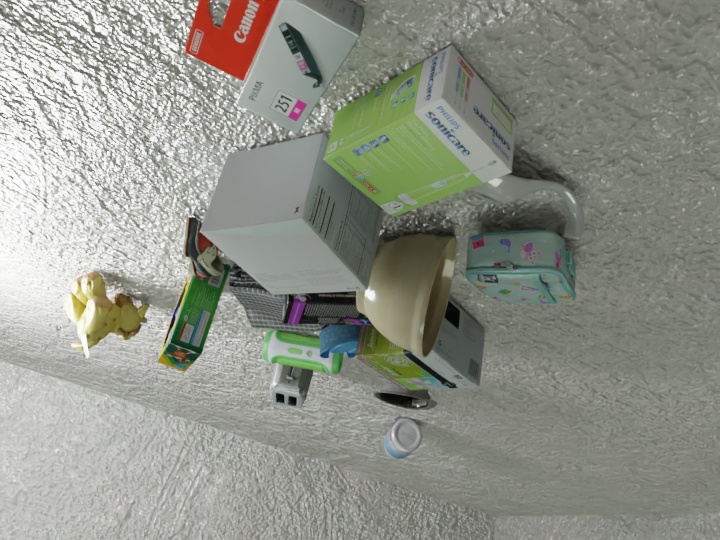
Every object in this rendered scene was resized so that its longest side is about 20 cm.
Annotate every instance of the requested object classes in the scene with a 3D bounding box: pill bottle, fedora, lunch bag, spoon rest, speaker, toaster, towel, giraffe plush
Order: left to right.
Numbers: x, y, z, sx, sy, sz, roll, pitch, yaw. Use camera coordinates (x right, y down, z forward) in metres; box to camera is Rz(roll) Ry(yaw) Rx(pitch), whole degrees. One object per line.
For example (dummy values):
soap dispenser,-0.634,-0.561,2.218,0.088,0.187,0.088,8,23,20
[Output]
giraffe plush,-0.619,0.110,1.533,0.170,0.205,0.160,-18,170,39
towel,-0.169,0.059,1.297,0.195,0.087,0.166,3,150,18
toaster,-0.189,0.294,1.694,0.111,0.132,0.201,14,153,-2
speaker,-0.144,0.206,1.562,0.195,0.090,0.089,9,153,7
pill bottle,0.139,0.584,2.116,0.106,0.111,0.201,14,152,-3
fedora,0.120,0.301,1.618,0.173,0.092,0.200,3,157,21
spoon rest,0.223,-0.108,0.846,0.197,0.062,0.099,23,-178,-13
lunch bag,0.259,0.000,0.971,0.157,0.079,0.199,3,167,29

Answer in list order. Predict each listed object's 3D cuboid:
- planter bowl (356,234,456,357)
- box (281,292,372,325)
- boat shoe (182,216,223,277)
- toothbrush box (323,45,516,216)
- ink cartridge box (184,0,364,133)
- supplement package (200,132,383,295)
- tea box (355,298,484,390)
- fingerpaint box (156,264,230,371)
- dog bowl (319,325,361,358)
planter bowl,0.072,0.029,1.036,0.132,0.203,0.201,14,154,18
box,-0.047,0.069,1.175,0.195,0.037,0.143,3,159,-11
boat shoe,-0.303,-0.041,1.185,0.061,0.073,0.201,7,154,-4
toothbrush box,0.074,-0.164,0.779,0.198,0.088,0.145,-16,141,44
ink cartridge box,-0.112,-0.264,0.721,0.171,0.044,0.200,21,151,-18
supplement package,-0.098,-0.075,0.949,0.188,0.150,0.200,-4,148,29
tea box,0.127,0.152,1.291,0.194,0.136,0.199,-10,146,38
fingerpaint box,-0.360,0.095,1.320,0.072,0.204,0.167,23,152,-18
dog bowl,-0.015,0.151,1.366,0.110,0.051,0.198,-30,157,29
